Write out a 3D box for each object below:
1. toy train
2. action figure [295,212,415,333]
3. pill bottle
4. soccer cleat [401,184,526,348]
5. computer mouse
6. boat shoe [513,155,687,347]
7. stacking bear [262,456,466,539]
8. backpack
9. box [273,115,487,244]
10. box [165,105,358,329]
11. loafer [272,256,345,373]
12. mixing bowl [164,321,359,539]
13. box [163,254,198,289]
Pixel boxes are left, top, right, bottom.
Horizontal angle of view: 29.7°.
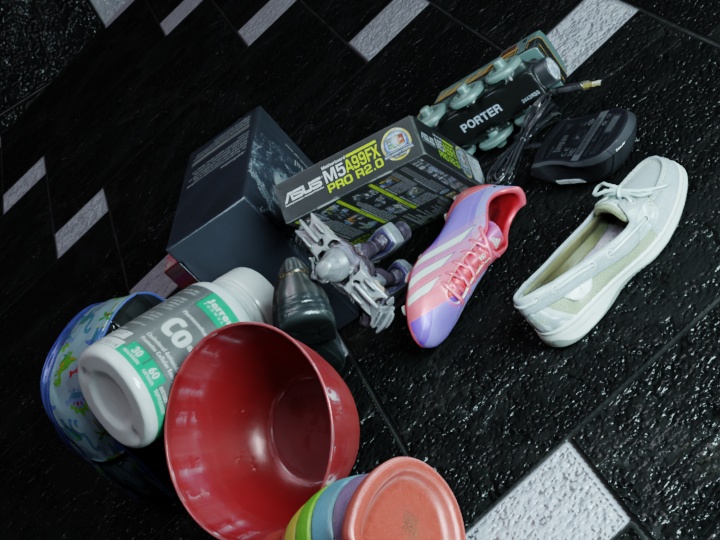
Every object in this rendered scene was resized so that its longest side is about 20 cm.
[{"bbox_3d":[0.143,-0.189,1.522,0.199,0.085,0.114,-30,18,32],"label":"toy train"},{"bbox_3d":[0.000,0.000,1.335,0.069,0.131,0.200,-36,-13,22],"label":"action figure"},{"bbox_3d":[-0.173,0.081,1.362,0.200,0.114,0.113,-34,16,-37],"label":"pill bottle"},{"bbox_3d":[0.102,-0.010,1.338,0.076,0.067,0.201,-12,38,41],"label":"soccer cleat"},{"bbox_3d":[0.224,-0.137,1.363,0.199,0.046,0.141,-8,44,56],"label":"computer mouse"},{"bbox_3d":[0.212,-0.027,1.194,0.202,0.065,0.074,-49,26,-9],"label":"boat shoe"},{"bbox_3d":[-0.019,0.234,1.117,0.200,0.121,0.114,-31,30,41],"label":"stacking bear"},{"bbox_3d":[-0.247,0.132,1.465,0.146,0.200,0.184,-8,44,38],"label":"backpack"},{"bbox_3d":[0.026,-0.082,1.384,0.159,0.200,0.045,-25,73,19],"label":"box"},{"bbox_3d":[-0.100,-0.041,1.523,0.117,0.197,0.201,-32,29,23],"label":"box"},{"bbox_3d":[-0.055,0.058,1.353,0.072,0.200,0.073,-8,63,-9],"label":"loafer"},{"bbox_3d":[-0.074,0.150,1.265,0.199,0.108,0.202,-4,84,36],"label":"mixing bowl"},{"bbox_3d":[-0.141,-0.047,1.705,0.199,0.095,0.100,-33,29,23],"label":"box"}]
